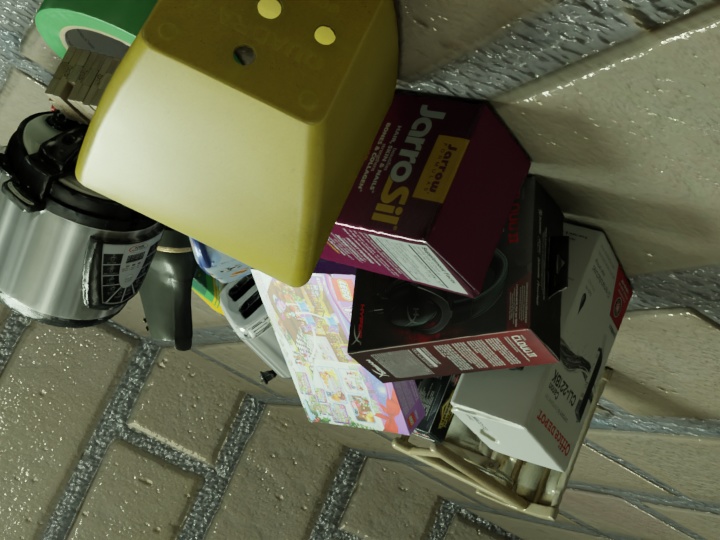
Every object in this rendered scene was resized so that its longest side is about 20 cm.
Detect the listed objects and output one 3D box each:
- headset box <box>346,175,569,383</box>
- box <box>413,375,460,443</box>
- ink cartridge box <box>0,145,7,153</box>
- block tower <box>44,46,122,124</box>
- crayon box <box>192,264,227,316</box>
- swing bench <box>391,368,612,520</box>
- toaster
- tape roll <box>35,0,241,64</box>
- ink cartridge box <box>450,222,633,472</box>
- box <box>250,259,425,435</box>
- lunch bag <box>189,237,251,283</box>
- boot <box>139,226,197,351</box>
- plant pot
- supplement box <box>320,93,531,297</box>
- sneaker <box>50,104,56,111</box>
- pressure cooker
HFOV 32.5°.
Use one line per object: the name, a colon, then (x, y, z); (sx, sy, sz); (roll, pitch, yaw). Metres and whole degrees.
headset box: (0.096, 0.010, 1.107); (0.198, 0.151, 0.077); (-9, 150, 29)
box: (0.056, 0.073, 1.381); (0.157, 0.202, 0.046); (15, 167, 32)
ink cartridge box: (-0.320, -0.099, 1.423); (0.197, 0.086, 0.146); (0, -173, -7)
block tower: (-0.200, -0.153, 1.121); (0.198, 0.058, 0.054); (16, 164, 31)
crayon box: (-0.163, -0.016, 1.587); (0.051, 0.127, 0.200); (26, 167, 22)
swing bench: (0.179, 0.175, 1.542); (0.199, 0.201, 0.129); (30, 165, -18)
toaster: (-0.088, 0.043, 1.555); (0.129, 0.200, 0.114); (45, -175, -46)
tape roll: (-0.205, -0.204, 1.157); (0.198, 0.049, 0.201); (24, 166, 6)
ink cartridge box: (0.176, 0.072, 1.175); (0.083, 0.202, 0.144); (16, 164, 31)
box: (-0.022, 0.075, 1.280); (0.135, 0.039, 0.202); (4, 125, 36)
lunch bag: (-0.153, -0.075, 1.314); (0.075, 0.162, 0.200); (-19, 174, -3)
boot: (-0.254, 0.011, 1.461); (0.076, 0.141, 0.199); (-3, -171, -29)
plant pot: (-0.077, -0.143, 0.902); (0.198, 0.202, 0.177); (25, 154, -2)
supplement box: (0.025, -0.073, 1.063); (0.198, 0.132, 0.103); (13, 162, 38)
sneaker: (-0.296, -0.182, 1.364); (0.081, 0.079, 0.200); (20, 175, -10)
pressure cooker: (-0.288, -0.066, 1.246); (0.176, 0.202, 0.177); (16, -150, -21)
